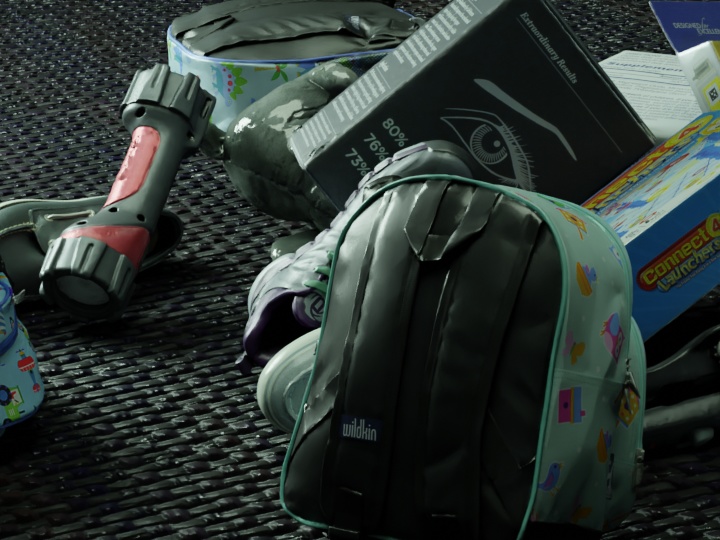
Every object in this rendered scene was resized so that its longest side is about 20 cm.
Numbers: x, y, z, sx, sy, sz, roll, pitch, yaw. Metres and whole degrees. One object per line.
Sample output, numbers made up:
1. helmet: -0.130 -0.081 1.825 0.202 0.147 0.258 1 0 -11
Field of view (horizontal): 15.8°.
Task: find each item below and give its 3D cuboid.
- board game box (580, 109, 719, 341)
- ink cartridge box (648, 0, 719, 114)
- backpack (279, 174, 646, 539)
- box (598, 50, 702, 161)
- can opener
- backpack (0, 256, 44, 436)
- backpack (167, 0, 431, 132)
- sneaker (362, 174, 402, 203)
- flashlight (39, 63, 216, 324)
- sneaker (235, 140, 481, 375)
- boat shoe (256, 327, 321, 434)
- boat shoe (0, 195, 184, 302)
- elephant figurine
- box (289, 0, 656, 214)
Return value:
1. board game box: 0.194 -0.029 1.622 0.200 0.056 0.196 -37 8 -14
2. ink cartridge box: 0.319 -0.115 1.819 0.197 0.201 0.047 -5 -24 -38
3. backpack: 0.065 0.051 1.382 0.175 0.201 0.153 9 6 40
4. box: 0.226 -0.084 1.912 0.183 0.106 0.200 10 23 34
5. can opener: 0.164 0.082 1.515 0.199 0.079 0.064 -14 59 -19
6. backpack: -0.293 0.040 1.617 0.182 0.135 0.200 -12 22 -18
7. backpack: -0.051 -0.142 2.093 0.199 0.148 0.183 -5 18 -15
8. sneaker: 0.047 -0.001 1.618 0.070 0.083 0.200 -20 -28 8
9. flashlight: -0.168 -0.059 1.841 0.068 0.068 0.201 -6 50 30
10. sneaker: 0.000 0.000 1.673 0.200 0.074 0.088 -42 13 29
11. boat shoe: 0.040 0.066 1.549 0.200 0.070 0.072 -6 14 -12
12. boat shoe: -0.212 -0.016 1.869 0.062 0.073 0.199 7 15 42
13. elephant figurine: -0.010 -0.059 1.880 0.155 0.142 0.200 -36 36 1
14. box: 0.075 -0.088 1.756 0.200 0.148 0.104 -38 16 3
